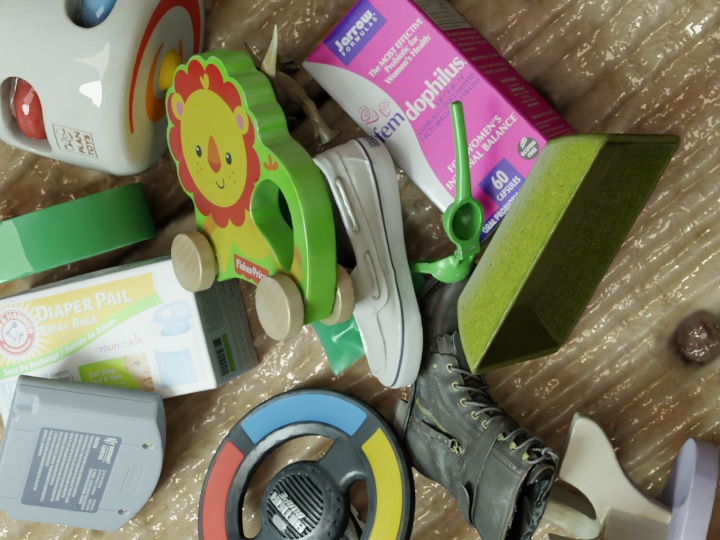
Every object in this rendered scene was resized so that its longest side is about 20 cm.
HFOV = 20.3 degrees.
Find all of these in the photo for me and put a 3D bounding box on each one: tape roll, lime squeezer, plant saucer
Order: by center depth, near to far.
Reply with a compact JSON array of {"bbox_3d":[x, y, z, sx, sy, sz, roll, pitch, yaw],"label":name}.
[{"bbox_3d":[0.147,-0.026,1.507,0.048,0.200,0.200,34,106,19],"label":"plant saucer"},{"bbox_3d":[0.067,-0.037,1.511,0.200,0.037,0.071,110,145,-49],"label":"lime squeezer"},{"bbox_3d":[-0.266,-0.021,1.633,0.199,0.200,0.048,-16,94,19],"label":"tape roll"}]

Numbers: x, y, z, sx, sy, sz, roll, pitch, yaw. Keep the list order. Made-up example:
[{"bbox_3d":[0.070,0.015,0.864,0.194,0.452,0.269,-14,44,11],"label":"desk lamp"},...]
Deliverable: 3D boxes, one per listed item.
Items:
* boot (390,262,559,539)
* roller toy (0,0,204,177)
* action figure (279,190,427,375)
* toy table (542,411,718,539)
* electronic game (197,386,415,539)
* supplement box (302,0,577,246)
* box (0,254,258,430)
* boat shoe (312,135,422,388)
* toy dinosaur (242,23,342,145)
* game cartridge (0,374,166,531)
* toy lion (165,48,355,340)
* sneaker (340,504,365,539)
[{"bbox_3d":[0.100,0.111,1.560,0.174,0.069,0.201,38,124,51],"label":"boot"},{"bbox_3d":[-0.206,-0.171,1.603,0.139,0.182,0.201,16,102,14],"label":"roller toy"},{"bbox_3d":[-0.034,-0.029,1.636,0.118,0.055,0.200,-37,89,20],"label":"action figure"},{"bbox_3d":[0.191,0.214,1.544,0.116,0.184,0.201,16,90,-1],"label":"toy table"},{"bbox_3d":[-0.046,0.193,1.629,0.199,0.042,0.201,-9,71,27],"label":"electronic game"},{"bbox_3d":[0.067,-0.128,1.567,0.200,0.103,0.101,46,109,8],"label":"supplement box"},{"bbox_3d":[-0.203,0.055,1.676,0.199,0.101,0.113,-13,93,19],"label":"box"},{"bbox_3d":[0.000,0.000,1.545,0.065,0.072,0.201,-16,113,-23],"label":"boat shoe"},{"bbox_3d":[-0.064,-0.134,1.554,0.058,0.200,0.101,-31,93,1],"label":"toy dinosaur"},{"bbox_3d":[-0.230,0.153,1.659,0.132,0.041,0.200,13,144,-10],"label":"game cartridge"},{"bbox_3d":[-0.085,-0.067,1.523,0.200,0.068,0.193,26,124,50],"label":"toy lion"},{"bbox_3d":[-0.032,0.281,1.660,0.073,0.087,0.201,0,97,17],"label":"sneaker"}]
